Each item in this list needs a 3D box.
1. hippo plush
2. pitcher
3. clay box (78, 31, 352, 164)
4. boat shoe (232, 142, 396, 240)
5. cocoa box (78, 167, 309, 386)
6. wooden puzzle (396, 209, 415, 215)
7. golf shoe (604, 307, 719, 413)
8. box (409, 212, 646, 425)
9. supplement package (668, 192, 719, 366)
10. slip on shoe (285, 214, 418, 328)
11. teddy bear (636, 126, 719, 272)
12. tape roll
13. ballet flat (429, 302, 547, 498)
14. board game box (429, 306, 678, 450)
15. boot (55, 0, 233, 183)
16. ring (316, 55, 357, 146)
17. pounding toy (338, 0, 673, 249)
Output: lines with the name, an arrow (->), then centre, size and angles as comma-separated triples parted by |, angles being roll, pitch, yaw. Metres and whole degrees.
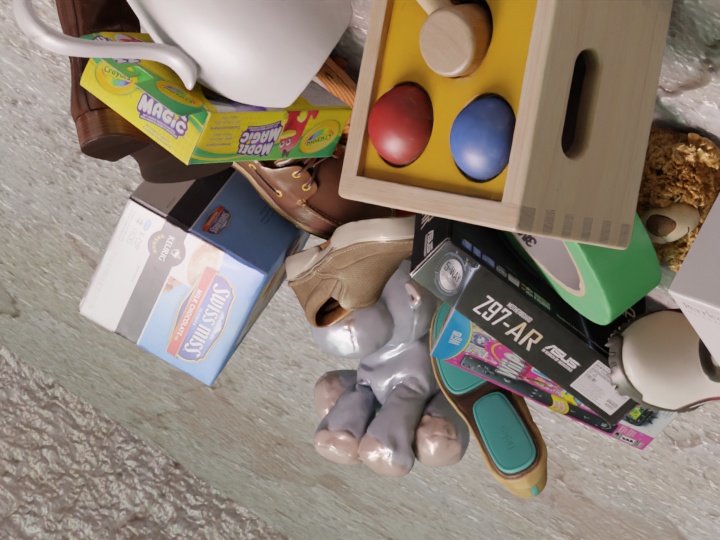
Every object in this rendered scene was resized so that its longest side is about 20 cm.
hippo plush -> 0.039, 0.078, 1.999 | 0.159, 0.199, 0.161 | -128, 22, -52
pitcher -> -0.120, -0.181, 1.498 | 0.200, 0.172, 0.121 | 35, 158, -8
clay box -> -0.109, -0.124, 1.587 | 0.115, 0.048, 0.200 | 37, -156, 27
boat shoe -> -0.053, -0.087, 1.770 | 0.200, 0.072, 0.068 | 36, 166, -12
cocoa box -> -0.123, -0.026, 1.863 | 0.131, 0.200, 0.134 | 30, 123, 2
wooden puzzle -> 0.104, -0.007, 1.853 | 0.200, 0.037, 0.185 | 22, 162, 31
golf shoe -> 0.273, 0.058, 1.598 | 0.199, 0.078, 0.088 | 2, 165, -24
box -> 0.128, 0.005, 1.654 | 0.200, 0.044, 0.160 | 37, -152, -16
supplement package -> 0.327, 0.026, 1.344 | 0.191, 0.147, 0.200 | 19, 161, 38
slip on shoe -> 0.000, 0.000, 1.729 | 0.076, 0.061, 0.200 | -5, 171, -30
teddy bear -> 0.239, -0.018, 1.520 | 0.145, 0.067, 0.200 | 20, 162, 28
tape roll -> 0.125, -0.055, 1.519 | 0.201, 0.048, 0.200 | 53, 173, 9
ballet flat -> 0.110, 0.113, 1.918 | 0.063, 0.068, 0.200 | 59, -170, -53
board game box -> 0.168, 0.066, 1.821 | 0.199, 0.064, 0.148 | 25, 161, 2
boot -> -0.170, -0.174, 1.680 | 0.064, 0.201, 0.186 | -20, 163, 21
ring -> -0.071, -0.163, 1.741 | 0.200, 0.019, 0.201 | 30, 163, 10
pounding toy -> 0.065, -0.130, 1.323 | 0.142, 0.201, 0.184 | 7, -176, -42
